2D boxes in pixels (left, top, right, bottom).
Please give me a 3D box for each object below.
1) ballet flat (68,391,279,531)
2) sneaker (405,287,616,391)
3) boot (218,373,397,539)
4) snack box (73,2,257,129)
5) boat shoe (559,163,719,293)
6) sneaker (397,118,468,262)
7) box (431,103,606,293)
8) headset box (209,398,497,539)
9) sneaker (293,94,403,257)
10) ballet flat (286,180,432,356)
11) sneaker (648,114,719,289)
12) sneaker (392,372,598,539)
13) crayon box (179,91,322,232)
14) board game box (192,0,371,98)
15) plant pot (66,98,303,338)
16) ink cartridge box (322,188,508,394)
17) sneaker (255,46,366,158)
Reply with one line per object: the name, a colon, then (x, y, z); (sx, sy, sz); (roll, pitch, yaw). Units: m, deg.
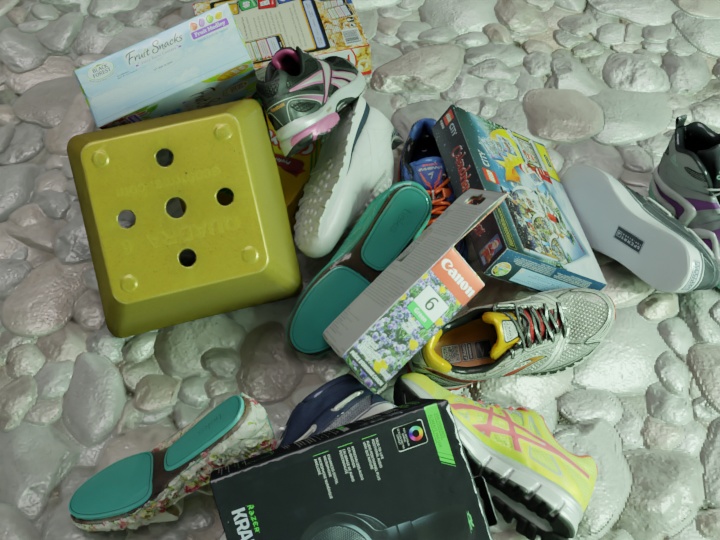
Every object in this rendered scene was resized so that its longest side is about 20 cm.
ballet flat: (-0.154, 0.176, 0.828); (0.199, 0.064, 0.076); (-30, 34, 15)
sneaker: (0.140, 0.063, 0.888); (0.198, 0.082, 0.079); (-17, 78, -7)
boot: (-0.053, 0.174, 0.843); (0.199, 0.073, 0.090); (-36, 35, -18)
snack box: (-0.196, -0.201, 1.045); (0.167, 0.200, 0.068); (-24, 94, -3)
boat shoe: (0.279, -0.043, 0.988); (0.067, 0.072, 0.200); (5, 26, -36)
sneaker: (0.069, -0.077, 1.018); (0.074, 0.079, 0.202); (-7, 51, -1)
box: (0.156, -0.067, 0.984); (0.135, 0.038, 0.202); (16, 42, -32)
headset box: (0.005, 0.205, 0.739); (0.198, 0.093, 0.176); (-16, 86, -10)
sneaker: (-0.006, -0.089, 1.011); (0.076, 0.080, 0.202); (-23, 39, 47)
ballet flat: (0.000, 0.000, 0.962); (0.067, 0.070, 0.201); (37, 90, -5)
sneaker: (0.358, -0.071, 0.953); (0.077, 0.141, 0.201); (-24, 53, -16)
sneaker: (0.115, 0.147, 0.846); (0.199, 0.079, 0.090); (36, 53, 21)
crayon box: (-0.109, -0.099, 1.065); (0.126, 0.051, 0.201); (20, 56, 18)
board game box: (-0.099, -0.289, 1.219); (0.197, 0.047, 0.153); (-12, 52, -6)
plant pot: (-0.162, -0.053, 0.894); (0.197, 0.176, 0.203); (-13, 91, -7)
ink cartridge box: (0.058, 0.013, 0.883); (0.200, 0.109, 0.050); (-44, 103, -3)
sneaker: (-0.053, -0.196, 1.009); (0.080, 0.087, 0.200); (-26, 19, 19)
